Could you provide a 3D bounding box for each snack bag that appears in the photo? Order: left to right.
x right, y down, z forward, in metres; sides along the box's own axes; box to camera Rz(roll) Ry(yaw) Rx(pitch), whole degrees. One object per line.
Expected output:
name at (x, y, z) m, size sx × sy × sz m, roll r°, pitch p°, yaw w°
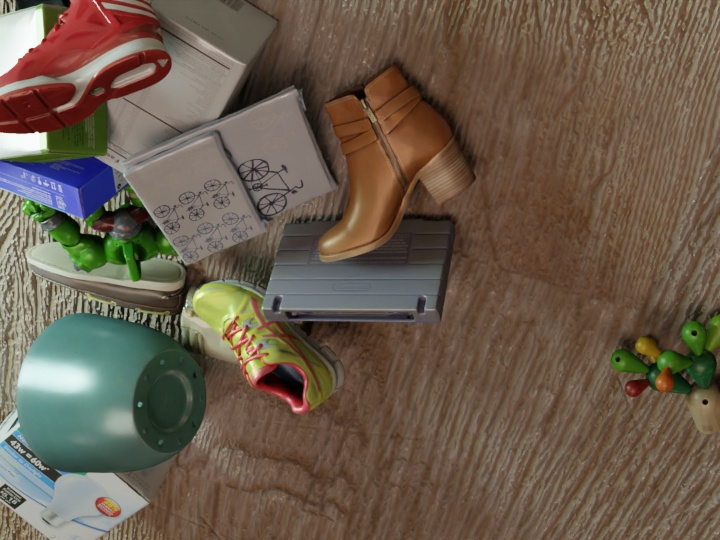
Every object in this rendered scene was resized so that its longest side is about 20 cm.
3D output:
snack bag at (-0.129, -0.095, 1.265) m, size 0.200 × 0.021 × 0.189 m, roll -24°, pitch 146°, yaw -1°

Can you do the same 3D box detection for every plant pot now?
plant pot at (-0.286, 0.154, 1.451) m, size 0.161 × 0.201 × 0.201 m, roll 1°, pitch 126°, yaw 35°

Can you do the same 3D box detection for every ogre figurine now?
ogre figurine at (-0.276, -0.057, 1.378) m, size 0.200 × 0.098 × 0.120 m, roll -23°, pitch 133°, yaw -20°

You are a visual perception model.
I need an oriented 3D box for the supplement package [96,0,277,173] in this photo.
supplement package at (-0.189, -0.192, 1.250) m, size 0.114 × 0.110 × 0.200 m, roll 31°, pitch 127°, yaw -6°

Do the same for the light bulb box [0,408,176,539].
light bulb box at (-0.388, 0.254, 1.625) m, size 0.198 × 0.125 × 0.200 m, roll 42°, pitch 127°, yaw -14°

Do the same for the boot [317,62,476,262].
boot at (0.004, -0.112, 1.265) m, size 0.200 × 0.074 × 0.155 m, roll -33°, pitch 105°, yaw 13°

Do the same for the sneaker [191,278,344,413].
sneaker at (-0.112, 0.087, 1.350) m, size 0.200 × 0.090 × 0.078 m, roll 36°, pitch 127°, yaw 1°

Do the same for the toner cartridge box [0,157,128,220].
toner cartridge box at (-0.358, -0.125, 1.331) m, size 0.200 × 0.095 × 0.043 m, roll 20°, pitch 132°, yaw 23°

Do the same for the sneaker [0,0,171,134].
sneaker at (-0.283, -0.210, 1.144) m, size 0.200 × 0.116 × 0.078 m, roll -17°, pitch 157°, yaw 3°

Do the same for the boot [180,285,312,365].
boot at (-0.134, 0.046, 1.432) m, size 0.155 × 0.072 × 0.200 m, roll 21°, pitch 128°, yaw 6°

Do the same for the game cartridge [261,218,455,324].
game cartridge at (0.000, 0.000, 1.318) m, size 0.200 × 0.130 × 0.038 m, roll 0°, pitch 139°, yaw 18°

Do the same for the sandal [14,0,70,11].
sandal at (-0.330, -0.221, 1.312) m, size 0.075 × 0.048 × 0.201 m, roll -9°, pitch 121°, yaw 22°

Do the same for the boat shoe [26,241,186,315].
boat shoe at (-0.313, 0.012, 1.463) m, size 0.200 × 0.072 × 0.060 m, roll 9°, pitch 124°, yaw 4°

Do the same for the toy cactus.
toy cactus at (0.384, 0.124, 1.319) m, size 0.200 × 0.102 × 0.165 m, roll -10°, pitch 131°, yaw 14°

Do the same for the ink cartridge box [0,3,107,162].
ink cartridge box at (-0.360, -0.188, 1.253) m, size 0.200 × 0.076 × 0.148 m, roll -1°, pitch 91°, yaw 41°
